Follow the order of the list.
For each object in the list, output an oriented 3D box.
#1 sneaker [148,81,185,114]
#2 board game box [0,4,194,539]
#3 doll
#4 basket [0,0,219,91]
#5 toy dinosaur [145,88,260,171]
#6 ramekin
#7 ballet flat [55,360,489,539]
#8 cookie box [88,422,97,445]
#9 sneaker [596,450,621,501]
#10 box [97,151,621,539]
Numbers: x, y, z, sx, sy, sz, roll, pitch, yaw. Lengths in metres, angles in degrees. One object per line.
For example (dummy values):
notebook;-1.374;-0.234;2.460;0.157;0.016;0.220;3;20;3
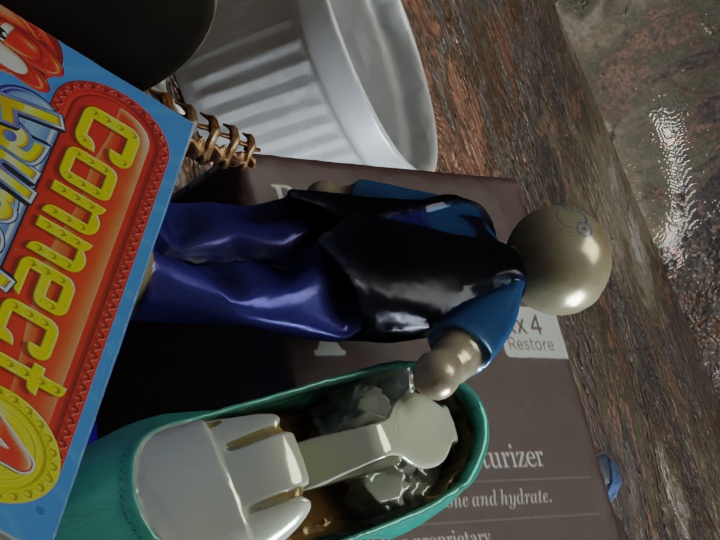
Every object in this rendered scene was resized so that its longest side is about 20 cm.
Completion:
sneaker;-0.121;-0.137;1.047;0.075;0.086;0.202;25;47;-68
board game box;-0.155;-0.020;0.582;0.195;0.056;0.201;30;33;-14
doll;0.000;0.000;0.764;0.137;0.198;0.049;51;-47;51
basket;-0.105;-0.166;0.730;0.181;0.135;0.201;97;-10;-55
toy dinosaur;-0.137;-0.082;0.801;0.200;0.102;0.136;45;22;-14
ramekin;-0.039;-0.130;1.304;0.200;0.104;0.202;-20;90;-76
ballet flat;-0.028;0.065;0.713;0.199;0.070;0.068;-14;73;-49
cookie box;-0.150;0.062;0.705;0.171;0.075;0.201;50;26;-51
sneaker;0.020;0.109;1.023;0.077;0.198;0.086;34;39;-79
box;-0.017;0.081;0.895;0.165;0.164;0.202;2;66;-44
